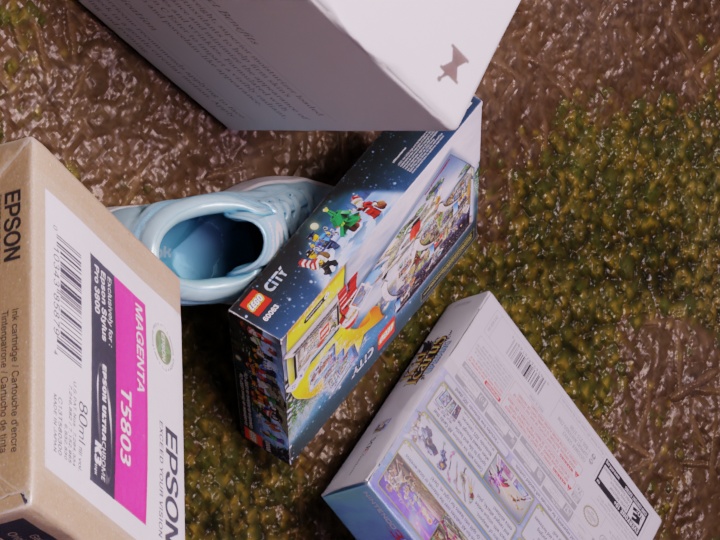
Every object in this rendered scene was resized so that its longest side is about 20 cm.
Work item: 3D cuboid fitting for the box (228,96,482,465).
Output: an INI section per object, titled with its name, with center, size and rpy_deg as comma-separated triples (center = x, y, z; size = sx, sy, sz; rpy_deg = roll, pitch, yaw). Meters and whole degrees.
[box]
center = 0.000, 0.000, 1.394
size = 0.200, 0.038, 0.137
rpy_deg = -50, 159, -28

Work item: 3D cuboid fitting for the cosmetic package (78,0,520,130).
[cosmetic package]
center = -0.028, -0.186, 1.299
size = 0.165, 0.200, 0.165
rpy_deg = 41, 67, -35

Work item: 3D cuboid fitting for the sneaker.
[sneaker]
center = -0.063, -0.011, 1.355
size = 0.200, 0.082, 0.074
rpy_deg = -14, 102, -41

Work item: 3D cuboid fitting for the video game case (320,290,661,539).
[video game case]
center = 0.085, 0.146, 1.470
size = 0.200, 0.045, 0.181
rpy_deg = 52, 44, -17

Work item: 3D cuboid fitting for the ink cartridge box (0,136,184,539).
[ink cartridge box]
center = -0.152, 0.062, 1.180
size = 0.165, 0.075, 0.200
rpy_deg = 47, 33, -55
